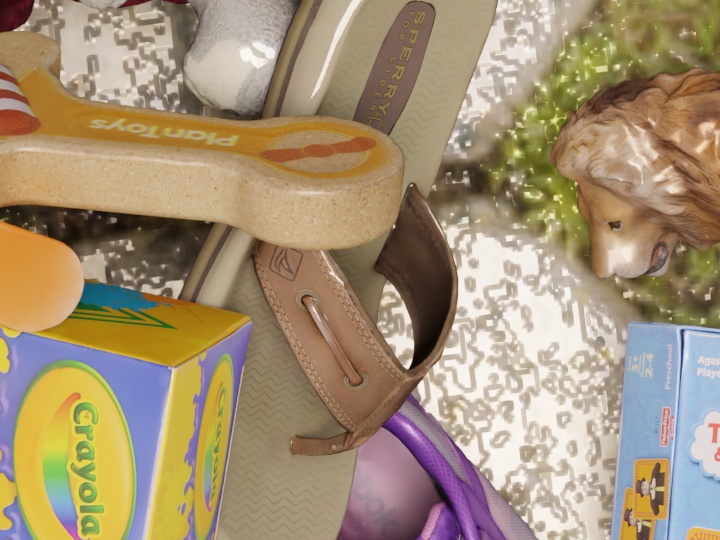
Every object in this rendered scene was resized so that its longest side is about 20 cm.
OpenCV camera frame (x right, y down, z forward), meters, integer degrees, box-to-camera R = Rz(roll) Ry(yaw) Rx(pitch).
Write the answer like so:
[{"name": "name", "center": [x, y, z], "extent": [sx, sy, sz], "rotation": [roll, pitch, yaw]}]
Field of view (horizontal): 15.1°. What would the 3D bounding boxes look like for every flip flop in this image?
[{"name": "flip flop", "center": [0.000, 0.000, 0.764], "extent": [0.058, 0.081, 0.200], "rotation": [32, 109, 38]}]

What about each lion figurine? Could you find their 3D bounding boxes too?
[{"name": "lion figurine", "center": [0.155, -0.034, 0.833], "extent": [0.122, 0.200, 0.073], "rotation": [28, 66, -25]}]

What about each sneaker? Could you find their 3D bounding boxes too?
[{"name": "sneaker", "center": [0.031, 0.104, 0.861], "extent": [0.080, 0.088, 0.200], "rotation": [-44, 91, -4]}]

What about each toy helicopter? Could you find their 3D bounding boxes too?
[{"name": "toy helicopter", "center": [-0.089, -0.029, 0.696], "extent": [0.199, 0.132, 0.079], "rotation": [7, 115, 7]}]

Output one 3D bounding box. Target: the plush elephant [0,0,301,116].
[{"name": "plush elephant", "center": [-0.108, -0.106, 0.830], "extent": [0.155, 0.165, 0.200], "rotation": [-32, 100, 16]}]

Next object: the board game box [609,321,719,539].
[{"name": "board game box", "center": [0.148, 0.122, 0.863], "extent": [0.151, 0.037, 0.201], "rotation": [6, 89, -26]}]

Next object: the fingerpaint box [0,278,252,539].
[{"name": "fingerpaint box", "center": [-0.131, 0.096, 0.748], "extent": [0.166, 0.073, 0.201], "rotation": [13, 103, 13]}]
